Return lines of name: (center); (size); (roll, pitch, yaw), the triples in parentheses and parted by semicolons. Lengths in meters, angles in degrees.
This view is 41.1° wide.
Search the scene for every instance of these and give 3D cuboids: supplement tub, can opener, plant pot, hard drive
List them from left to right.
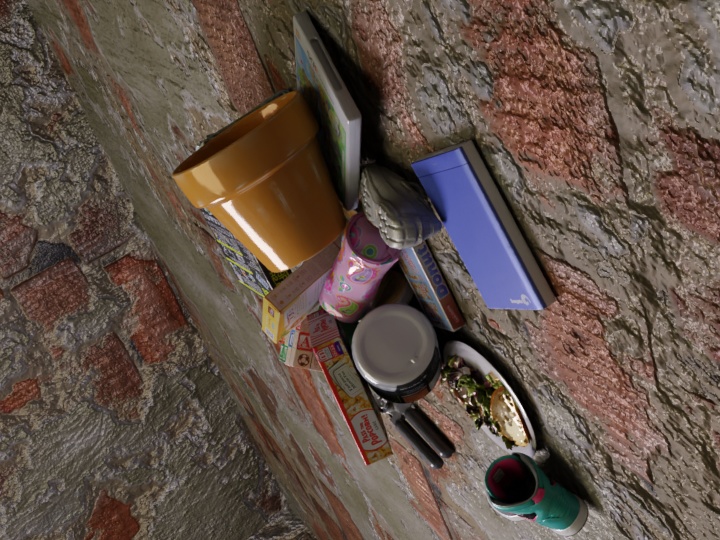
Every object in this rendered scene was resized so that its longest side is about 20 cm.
plant pot: (-0.116, -0.107, 1.275); (0.184, 0.200, 0.200); (57, 163, -17)
supplement tub: (0.057, 0.128, 1.409); (0.123, 0.122, 0.200); (52, 175, 16)
can opener: (0.097, 0.278, 1.742); (0.200, 0.053, 0.067); (45, -169, 33)
hard drive: (0.137, -0.047, 1.099); (0.201, 0.025, 0.132); (61, 162, -9)

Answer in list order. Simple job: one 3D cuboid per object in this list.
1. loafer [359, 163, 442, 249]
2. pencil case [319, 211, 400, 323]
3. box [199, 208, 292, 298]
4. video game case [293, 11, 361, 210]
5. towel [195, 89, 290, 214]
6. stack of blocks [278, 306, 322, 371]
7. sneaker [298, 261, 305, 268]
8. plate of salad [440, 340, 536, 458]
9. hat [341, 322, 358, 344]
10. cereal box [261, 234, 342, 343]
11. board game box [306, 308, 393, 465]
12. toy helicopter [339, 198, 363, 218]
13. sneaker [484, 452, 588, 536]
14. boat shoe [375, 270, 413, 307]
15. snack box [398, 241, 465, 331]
loafer: (0.046, -0.085, 1.210); (0.200, 0.069, 0.070); (-118, 22, -57)
pencil case: (0.000, 0.000, 1.332); (0.088, 0.087, 0.200); (51, 152, 17)
box: (-0.179, -0.031, 1.563); (0.200, 0.044, 0.161); (25, 145, 60)
video game case: (-0.044, -0.203, 1.256); (0.200, 0.022, 0.183); (92, 155, -61)
towel: (-0.170, -0.176, 1.457); (0.048, 0.171, 0.200); (51, 161, 11)
stack of blocks: (-0.099, 0.101, 1.621); (0.200, 0.058, 0.116); (-176, 97, -73)
sneaker: (-0.064, 0.007, 1.682); (0.077, 0.073, 0.200); (37, 165, 10)
plate of salad: (0.174, 0.190, 1.365); (0.200, 0.048, 0.200); (49, 161, 23)
hat: (0.033, 0.123, 1.674); (0.166, 0.175, 0.200); (64, -159, -15)
cereal box: (-0.064, 0.014, 1.448); (0.040, 0.200, 0.144); (44, 159, 12)
board game box: (-0.017, 0.167, 1.431); (0.152, 0.046, 0.201); (-112, -2, -74)
toy helicopter: (-0.042, -0.109, 1.389); (0.200, 0.079, 0.133); (42, 160, 35)
sneaker: (0.212, 0.305, 1.344); (0.121, 0.084, 0.200); (38, 162, -21)
boat shoe: (0.038, 0.050, 1.475); (0.069, 0.071, 0.200); (36, 162, -16)
snack box: (0.078, -0.008, 1.321); (0.201, 0.024, 0.072); (63, 161, -16)
